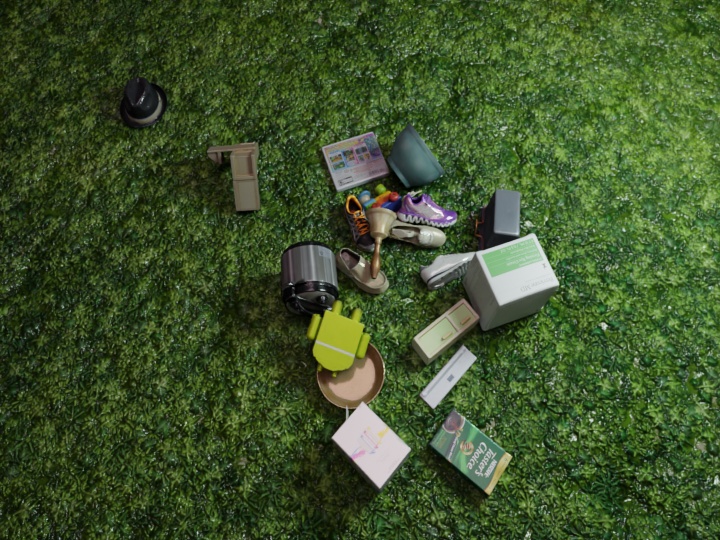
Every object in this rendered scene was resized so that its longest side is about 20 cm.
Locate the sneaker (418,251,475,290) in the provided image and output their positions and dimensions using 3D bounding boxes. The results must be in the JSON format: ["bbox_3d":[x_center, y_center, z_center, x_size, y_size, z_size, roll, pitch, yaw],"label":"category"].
[{"bbox_3d":[0.275,-0.019,1.690,0.194,0.078,0.082,-23,56,-12],"label":"sneaker"}]

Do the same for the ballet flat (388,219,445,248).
[{"bbox_3d":[0.172,-0.111,1.732,0.192,0.070,0.072,12,64,12],"label":"ballet flat"}]

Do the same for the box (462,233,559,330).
[{"bbox_3d":[0.426,0.037,1.587,0.192,0.202,0.176,-17,66,-9],"label":"box"}]

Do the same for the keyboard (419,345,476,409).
[{"bbox_3d":[0.252,0.303,1.570,0.056,0.011,0.200,42,72,13],"label":"keyboard"}]

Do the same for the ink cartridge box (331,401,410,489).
[{"bbox_3d":[0.018,0.454,1.433,0.199,0.130,0.125,40,70,19],"label":"ink cartridge box"}]

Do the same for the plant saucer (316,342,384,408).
[{"bbox_3d":[-0.027,0.293,1.561,0.192,0.036,0.207,0,64,1],"label":"plant saucer"}]

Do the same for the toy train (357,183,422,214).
[{"bbox_3d":[0.092,-0.242,1.797,0.196,0.086,0.116,-31,54,-14],"label":"toy train"}]

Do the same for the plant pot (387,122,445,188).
[{"bbox_3d":[0.170,-0.358,1.800,0.133,0.199,0.204,-37,67,12],"label":"plant pot"}]

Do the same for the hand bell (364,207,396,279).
[{"bbox_3d":[0.053,-0.074,1.668,0.100,0.105,0.208,5,71,3],"label":"hand bell"}]

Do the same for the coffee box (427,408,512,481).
[{"bbox_3d":[0.291,0.483,1.462,0.198,0.044,0.123,38,70,17],"label":"coffee box"}]

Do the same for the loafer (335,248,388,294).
[{"bbox_3d":[0.000,0.000,1.682,0.196,0.069,0.077,31,68,14],"label":"loafer"}]

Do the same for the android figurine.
[{"bbox_3d":[-0.064,0.193,1.540,0.176,0.041,0.207,18,83,-6],"label":"android figurine"}]

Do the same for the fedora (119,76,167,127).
[{"bbox_3d":[-0.792,-0.619,1.972,0.192,0.092,0.208,0,64,1],"label":"fedora"}]

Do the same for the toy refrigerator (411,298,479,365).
[{"bbox_3d":[0.248,0.176,1.595,0.197,0.071,0.076,-35,68,-16],"label":"toy refrigerator"}]

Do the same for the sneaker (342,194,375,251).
[{"bbox_3d":[-0.004,-0.150,1.751,0.076,0.078,0.204,-25,68,-13],"label":"sneaker"}]

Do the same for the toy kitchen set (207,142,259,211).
[{"bbox_3d":[-0.419,-0.319,1.839,0.156,0.187,0.201,-4,24,-5],"label":"toy kitchen set"}]

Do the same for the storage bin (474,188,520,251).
[{"bbox_3d":[0.434,-0.150,1.714,0.140,0.136,0.207,8,63,4],"label":"storage bin"}]

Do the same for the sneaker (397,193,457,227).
[{"bbox_3d":[0.216,-0.196,1.747,0.192,0.092,0.081,8,23,-2],"label":"sneaker"}]

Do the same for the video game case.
[{"bbox_3d":[-0.018,-0.375,1.888,0.193,0.024,0.187,-18,65,-7],"label":"video game case"}]

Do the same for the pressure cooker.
[{"bbox_3d":[-0.150,0.039,1.605,0.169,0.180,0.207,-6,63,-6],"label":"pressure cooker"}]
